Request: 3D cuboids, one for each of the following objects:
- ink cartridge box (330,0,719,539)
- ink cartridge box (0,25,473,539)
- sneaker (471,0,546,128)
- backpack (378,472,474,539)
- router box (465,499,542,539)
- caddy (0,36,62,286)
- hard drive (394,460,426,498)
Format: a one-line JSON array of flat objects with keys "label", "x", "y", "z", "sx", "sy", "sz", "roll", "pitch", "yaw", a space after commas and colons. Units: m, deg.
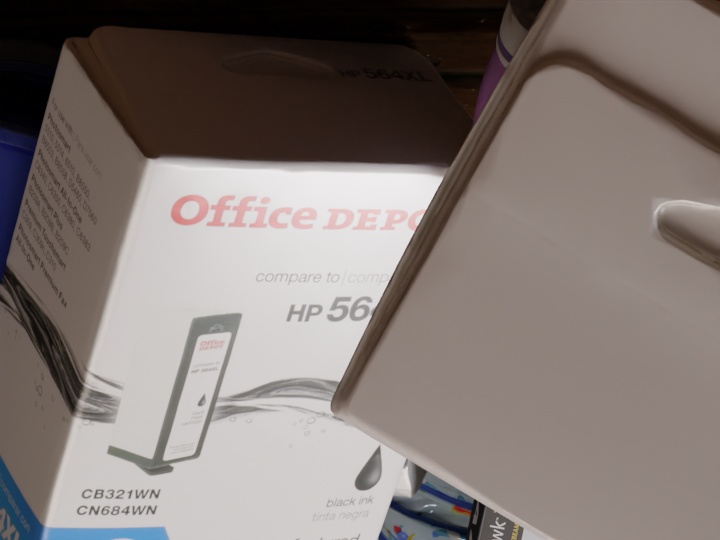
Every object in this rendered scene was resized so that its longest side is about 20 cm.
[{"label": "ink cartridge box", "x": 0.098, "y": -0.002, "z": 0.825, "sx": 0.147, "sy": 0.145, "sz": 0.200, "roll": 29, "pitch": -169, "yaw": 4}, {"label": "ink cartridge box", "x": -0.051, "y": 0.022, "z": 1.045, "sx": 0.145, "sy": 0.201, "sz": 0.084, "roll": 0, "pitch": -145, "yaw": -29}, {"label": "sneaker", "x": 0.133, "y": -0.022, "z": 0.977, "sx": 0.199, "sy": 0.073, "sz": 0.115, "roll": 17, "pitch": 123, "yaw": 5}, {"label": "backpack", "x": 0.094, "y": 0.094, "z": 1.367, "sx": 0.199, "sy": 0.164, "sz": 0.154, "roll": 1, "pitch": 140, "yaw": 25}, {"label": "router box", "x": 0.131, "y": 0.094, "z": 1.248, "sx": 0.156, "sy": 0.201, "sz": 0.052, "roll": 11, "pitch": -163, "yaw": -3}, {"label": "caddy", "x": -0.136, "y": -0.037, "z": 1.121, "sx": 0.199, "sy": 0.106, "sz": 0.141, "roll": 15, "pitch": -174, "yaw": -36}, {"label": "hard drive", "x": -0.051, "y": 0.046, "z": 1.330, "sx": 0.199, "sy": 0.132, "sz": 0.027, "roll": 4, "pitch": 129, "yaw": 21}]
